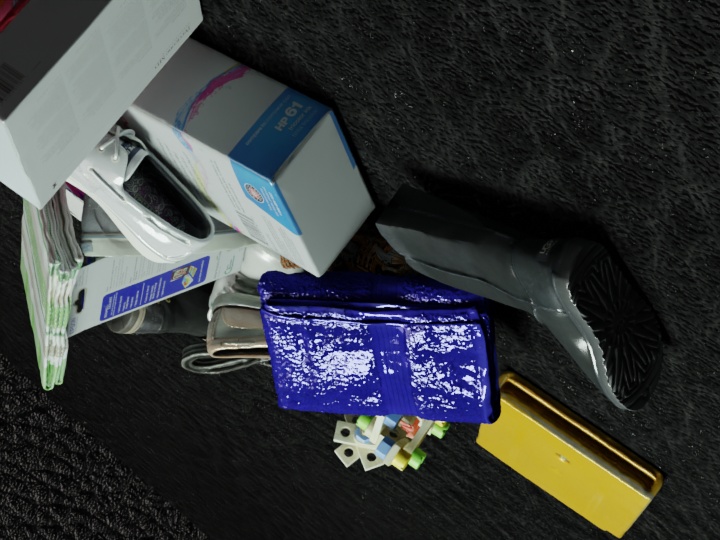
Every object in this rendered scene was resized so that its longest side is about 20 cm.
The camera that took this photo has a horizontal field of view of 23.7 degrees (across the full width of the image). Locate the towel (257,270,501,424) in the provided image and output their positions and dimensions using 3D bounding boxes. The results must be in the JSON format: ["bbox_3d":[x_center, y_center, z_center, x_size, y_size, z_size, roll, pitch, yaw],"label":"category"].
[{"bbox_3d":[0.016,0.069,1.424,0.199,0.050,0.148,3,127,16],"label":"towel"}]

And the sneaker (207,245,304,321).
[{"bbox_3d":[-0.115,0.016,1.721,0.075,0.089,0.200,39,163,0],"label":"sneaker"}]

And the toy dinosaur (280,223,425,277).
[{"bbox_3d":[0.000,0.000,1.496,0.136,0.102,0.200,63,171,-26],"label":"toy dinosaur"}]

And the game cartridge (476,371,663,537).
[{"bbox_3d":[0.194,0.178,1.633,0.176,0.033,0.200,34,165,10],"label":"game cartridge"}]

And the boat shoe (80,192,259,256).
[{"bbox_3d":[-0.150,-0.052,1.514,0.200,0.072,0.070,-5,-176,-27],"label":"boat shoe"}]

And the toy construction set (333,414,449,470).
[{"bbox_3d":[0.042,0.146,1.667,0.092,0.131,0.200,36,163,-3],"label":"toy construction set"}]

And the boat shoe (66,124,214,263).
[{"bbox_3d":[-0.196,-0.084,1.384,0.068,0.072,0.200,-18,118,46],"label":"boat shoe"}]

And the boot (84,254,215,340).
[{"bbox_3d":[-0.211,-0.005,1.843,0.150,0.073,0.201,15,-140,-36],"label":"boot"}]

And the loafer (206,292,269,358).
[{"bbox_3d":[-0.052,0.073,1.669,0.199,0.063,0.072,10,150,4],"label":"loafer"}]

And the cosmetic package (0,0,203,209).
[{"bbox_3d":[-0.196,-0.158,1.235,0.052,0.200,0.151,34,162,14],"label":"cosmetic package"}]

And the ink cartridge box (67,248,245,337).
[{"bbox_3d":[-0.194,-0.011,1.582,0.039,0.199,0.100,49,144,26],"label":"ink cartridge box"}]

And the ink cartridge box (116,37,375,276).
[{"bbox_3d":[-0.102,-0.100,1.396,0.199,0.085,0.145,28,160,29],"label":"ink cartridge box"}]

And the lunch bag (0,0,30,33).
[{"bbox_3d":[-0.302,-0.208,1.321,0.082,0.200,0.176,43,165,-14],"label":"lunch bag"}]

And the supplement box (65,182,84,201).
[{"bbox_3d":[-0.230,-0.132,1.530,0.101,0.103,0.200,37,163,26],"label":"supplement box"}]

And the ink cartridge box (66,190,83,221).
[{"bbox_3d":[-0.241,-0.086,1.713,0.200,0.084,0.146,37,163,4],"label":"ink cartridge box"}]

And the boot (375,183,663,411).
[{"bbox_3d":[0.119,0.019,1.294,0.199,0.066,0.165,15,145,45],"label":"boot"}]

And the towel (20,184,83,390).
[{"bbox_3d":[-0.274,-0.007,1.514,0.200,0.030,0.150,108,151,-54],"label":"towel"}]

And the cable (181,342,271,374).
[{"bbox_3d":[-0.088,0.098,1.813,0.199,0.051,0.097,1,157,-11],"label":"cable"}]
